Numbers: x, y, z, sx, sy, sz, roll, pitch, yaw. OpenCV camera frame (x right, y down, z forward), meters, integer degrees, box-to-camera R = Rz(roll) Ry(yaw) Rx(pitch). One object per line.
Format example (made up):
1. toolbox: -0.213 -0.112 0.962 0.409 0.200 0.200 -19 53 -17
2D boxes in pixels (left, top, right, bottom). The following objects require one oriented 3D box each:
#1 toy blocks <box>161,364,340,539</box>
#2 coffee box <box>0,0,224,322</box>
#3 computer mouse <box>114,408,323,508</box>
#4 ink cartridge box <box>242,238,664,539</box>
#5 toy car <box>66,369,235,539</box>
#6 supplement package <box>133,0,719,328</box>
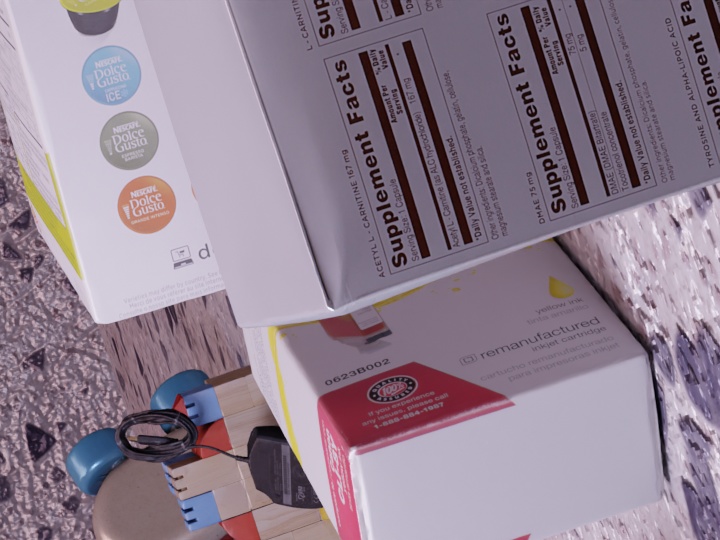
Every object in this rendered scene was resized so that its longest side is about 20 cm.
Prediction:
1. toy blocks: -0.089 0.156 2.120 0.100 0.136 0.201 -162 55 -77
2. coffee box: -0.088 -0.114 1.453 0.200 0.198 0.199 -135 30 -70
3. computer mouse: -0.091 0.135 2.056 0.034 0.199 0.059 -47 -37 -57
4. ink cartridge box: 0.035 0.043 1.275 0.200 0.144 0.084 -125 20 -56
5. toy car: -0.140 0.228 2.469 0.185 0.176 0.200 53 174 28
6. supplement package: 0.044 -0.081 0.874 0.191 0.199 0.148 167 85 -80
